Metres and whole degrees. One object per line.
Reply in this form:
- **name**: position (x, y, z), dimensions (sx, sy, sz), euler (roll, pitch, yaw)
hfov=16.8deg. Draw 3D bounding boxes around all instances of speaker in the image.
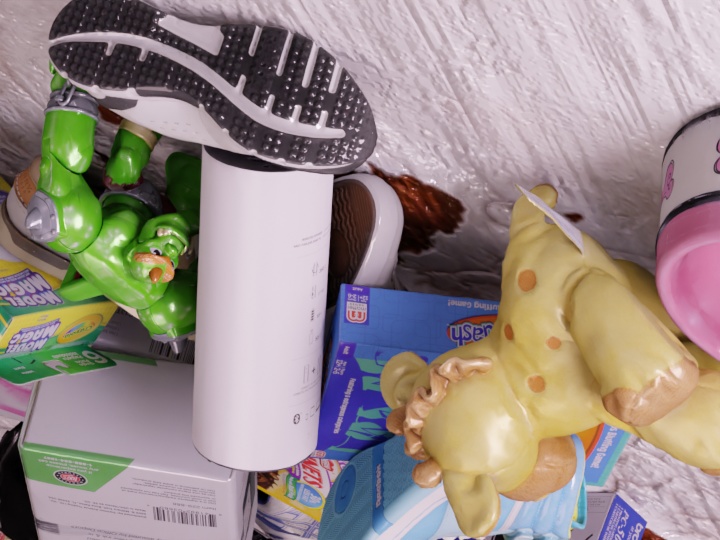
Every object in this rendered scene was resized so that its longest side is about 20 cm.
- **speaker**: position (-0.058, 0.015, 1.458), dimensions (0.081, 0.081, 0.201), euler (14, 118, 21)

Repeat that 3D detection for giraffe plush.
- **giraffe plush**: position (0.102, 0.068, 1.365), dimensions (0.200, 0.162, 0.173), euler (40, -166, -17)

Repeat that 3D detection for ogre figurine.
- **ogre figurine**: position (-0.132, -0.034, 1.494), dimensions (0.097, 0.120, 0.200), euler (8, 150, 29)

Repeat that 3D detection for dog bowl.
- **dog bowl**: position (0.243, 0.000, 1.283), dimensions (0.199, 0.074, 0.200), euler (20, 154, 10)

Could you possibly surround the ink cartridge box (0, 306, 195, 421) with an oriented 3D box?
- **ink cartridge box**: position (-0.182, 0.084, 1.709), dimensions (0.195, 0.044, 0.200), euler (14, 147, -1)

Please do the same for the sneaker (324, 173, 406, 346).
- **sneaker**: position (0.000, 0.000, 1.531), dimensions (0.084, 0.073, 0.200), euler (-11, 153, -27)

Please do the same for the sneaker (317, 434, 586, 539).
- **sneaker**: position (0.065, 0.150, 1.522), dimensions (0.130, 0.080, 0.200), euler (20, 146, -24)

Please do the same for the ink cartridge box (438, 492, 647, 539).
- **ink cartridge box**: position (0.108, 0.213, 1.778), dimensions (0.199, 0.094, 0.044), euler (-5, 142, 47)

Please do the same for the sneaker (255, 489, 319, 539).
- **sneaker**: position (-0.026, 0.174, 1.846), dimensions (0.199, 0.076, 0.088), euler (-2, 144, 42)

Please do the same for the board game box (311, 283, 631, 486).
- **board game box**: position (0.073, 0.074, 1.515), dimensions (0.198, 0.045, 0.152), euler (6, 148, -6)

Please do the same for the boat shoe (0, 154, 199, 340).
- **boat shoe**: position (-0.135, -0.015, 1.578), dimensions (0.199, 0.075, 0.069), euler (21, 124, -24)

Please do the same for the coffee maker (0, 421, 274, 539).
- **coffee maker**: position (-0.188, 0.206, 1.856), dimensions (0.200, 0.192, 0.135), euler (36, 134, 24)

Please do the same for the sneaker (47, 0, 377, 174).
- **sneaker**: position (-0.078, -0.104, 1.394), dimensions (0.199, 0.074, 0.080), euler (22, 169, 16)

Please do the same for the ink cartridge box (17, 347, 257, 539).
- **ink cartridge box**: position (-0.147, 0.142, 1.667), dimensions (0.145, 0.085, 0.200), euler (8, 149, 3)

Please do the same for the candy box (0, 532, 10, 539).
- **candy box**: position (-0.254, 0.244, 2.070), dimensions (0.199, 0.170, 0.077), euler (-3, 147, 43)

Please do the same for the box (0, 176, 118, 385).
- **box**: position (-0.244, -0.007, 1.573), dimensions (0.200, 0.117, 0.048), euler (46, 115, 19)

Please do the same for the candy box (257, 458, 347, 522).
- **candy box**: position (-0.038, 0.125, 1.714), dimensions (0.102, 0.027, 0.200), euler (26, 156, 4)
